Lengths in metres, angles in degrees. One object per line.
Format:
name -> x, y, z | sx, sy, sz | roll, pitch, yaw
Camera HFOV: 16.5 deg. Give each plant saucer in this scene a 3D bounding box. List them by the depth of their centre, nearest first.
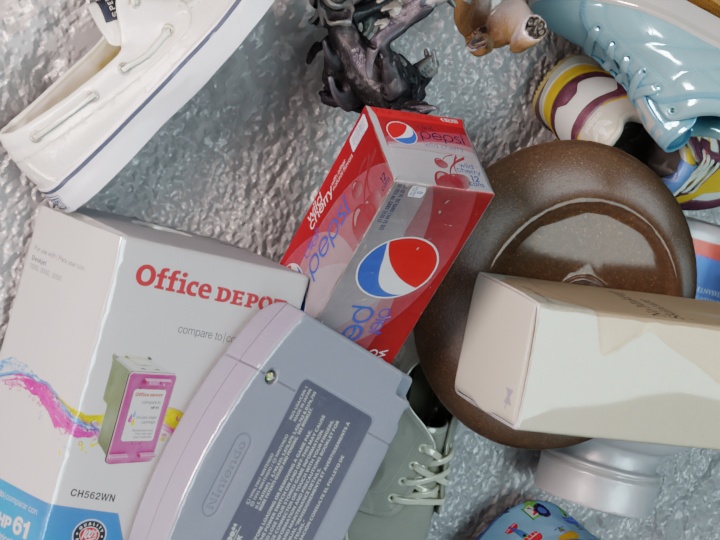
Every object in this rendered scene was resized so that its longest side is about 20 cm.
plant saucer -> 0.130, 0.020, 1.547 | 0.199, 0.037, 0.202 | -6, 106, -20

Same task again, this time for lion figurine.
lion figurine -> 0.093, -0.194, 1.490 | 0.072, 0.122, 0.200 | 36, 69, -8

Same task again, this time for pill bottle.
pill bottle -> 0.182, 0.058, 1.658 | 0.112, 0.112, 0.201 | 10, 97, -43

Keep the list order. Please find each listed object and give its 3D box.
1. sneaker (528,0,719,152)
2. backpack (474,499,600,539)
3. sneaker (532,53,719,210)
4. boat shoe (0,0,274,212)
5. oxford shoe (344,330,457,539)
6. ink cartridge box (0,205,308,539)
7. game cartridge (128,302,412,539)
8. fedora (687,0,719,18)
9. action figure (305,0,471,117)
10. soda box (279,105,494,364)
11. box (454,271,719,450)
sneaker -> 0.188, -0.122, 1.545 | 0.082, 0.199, 0.074 | -64, 168, -15
backpack -> 0.140, 0.263, 1.672 | 0.183, 0.134, 0.200 | -48, 127, -21
sneaker -> 0.201, -0.071, 1.638 | 0.199, 0.090, 0.075 | 19, 112, -39
boat shoe -> -0.122, -0.133, 1.351 | 0.202, 0.075, 0.086 | -46, 109, 0
oxford shoe -> 0.031, 0.124, 1.582 | 0.075, 0.058, 0.201 | -2, 105, -43
ink cartridge box -> -0.129, 0.075, 1.403 | 0.144, 0.084, 0.201 | 12, 94, -44
game cartridge -> -0.057, 0.124, 1.403 | 0.133, 0.041, 0.201 | 32, 82, -40
fedora -> 0.234, -0.205, 1.608 | 0.200, 0.201, 0.082 | -11, 146, -39
action figure -> 0.011, -0.158, 1.437 | 0.102, 0.119, 0.201 | -31, 116, -20
soda box -> 0.000, 0.000, 1.439 | 0.070, 0.064, 0.200 | 6, 134, -29
box -> 0.168, 0.058, 1.501 | 0.199, 0.095, 0.078 | 7, 100, -25
